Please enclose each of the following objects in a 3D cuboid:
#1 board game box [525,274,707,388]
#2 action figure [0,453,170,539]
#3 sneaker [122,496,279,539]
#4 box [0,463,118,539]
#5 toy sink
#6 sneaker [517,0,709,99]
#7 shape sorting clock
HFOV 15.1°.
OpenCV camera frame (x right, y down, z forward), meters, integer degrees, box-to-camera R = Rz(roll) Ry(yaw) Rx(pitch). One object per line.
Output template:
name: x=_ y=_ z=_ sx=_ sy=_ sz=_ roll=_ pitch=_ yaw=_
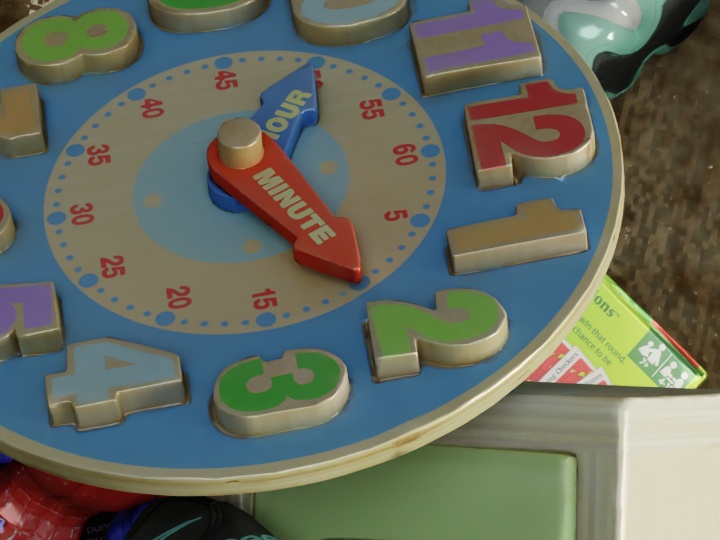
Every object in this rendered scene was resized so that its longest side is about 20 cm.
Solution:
board game box: x=0.000 y=0.000 z=0.828 sx=0.200 sy=0.048 sz=0.102 roll=44 pitch=83 yaw=-16
action figure: x=-0.100 y=0.078 z=0.759 sx=0.065 sy=0.052 sz=0.200 roll=31 pitch=120 yaw=-17
sneaker: x=-0.078 y=0.146 z=0.700 sx=0.200 sy=0.075 sz=0.079 roll=-49 pitch=47 yaw=4
box: x=-0.133 y=0.069 z=0.803 sx=0.142 sy=0.036 sz=0.201 roll=-10 pitch=117 yaw=7
toy sink: x=0.035 y=0.130 z=0.731 sx=0.130 sy=0.112 sz=0.201 roll=2 pitch=90 yaw=33
sneaker: x=0.075 y=-0.148 z=0.880 sx=0.200 sy=0.078 sz=0.140 roll=-42 pitch=79 yaw=-13
shape sorting clock: x=-0.031 y=-0.022 z=0.706 sx=0.199 sy=0.039 sz=0.200 roll=-2 pitch=44 yaw=2
